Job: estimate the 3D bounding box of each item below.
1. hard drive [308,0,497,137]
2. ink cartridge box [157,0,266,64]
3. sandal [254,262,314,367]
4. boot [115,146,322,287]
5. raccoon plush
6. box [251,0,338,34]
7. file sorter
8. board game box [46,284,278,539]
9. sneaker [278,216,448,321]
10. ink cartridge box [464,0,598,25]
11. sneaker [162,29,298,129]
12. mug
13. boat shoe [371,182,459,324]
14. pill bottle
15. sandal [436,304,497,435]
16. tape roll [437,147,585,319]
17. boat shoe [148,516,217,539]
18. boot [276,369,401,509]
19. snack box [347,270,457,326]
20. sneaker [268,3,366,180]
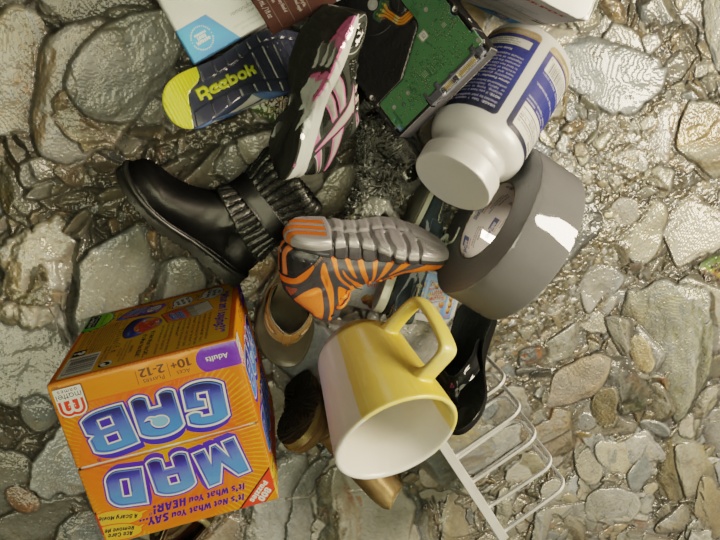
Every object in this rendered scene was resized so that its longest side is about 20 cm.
[{"bbox_3d":[0.038,-0.267,0.766,0.140,0.038,0.201,-42,77,29],"label":"hard drive"},{"bbox_3d":[-0.184,-0.344,0.761,0.115,0.067,0.201,-29,109,0],"label":"ink cartridge box"},{"bbox_3d":[-0.087,0.051,0.880,0.079,0.054,0.202,12,125,-11],"label":"sandal"},{"bbox_3d":[-0.163,-0.096,0.829,0.158,0.080,0.211,-42,119,12],"label":"boot"},{"bbox_3d":[-0.001,-0.139,0.862,0.133,0.097,0.201,-34,78,17],"label":"raccoon plush"},{"bbox_3d":[-0.026,-0.324,0.687,0.198,0.100,0.076,-27,81,6],"label":"box"},{"bbox_3d":[0.170,0.229,0.950,0.124,0.139,0.201,-33,108,-2],"label":"file sorter"},{"bbox_3d":[-0.218,0.157,0.833,0.197,0.200,0.202,-14,108,-4],"label":"board game box"},{"bbox_3d":[0.000,0.000,0.821,0.197,0.078,0.113,5,122,-10],"label":"sneaker"},{"bbox_3d":[0.160,-0.331,0.749,0.145,0.200,0.087,20,103,-14],"label":"ink cartridge box"},{"bbox_3d":[-0.141,-0.220,0.806,0.198,0.082,0.075,-26,101,-21],"label":"sneaker"},{"bbox_3d":[0.034,0.132,0.833,0.185,0.154,0.150,-30,137,4],"label":"mug"},{"bbox_3d":[0.078,-0.031,0.877,0.061,0.075,0.202,23,83,-9],"label":"boat shoe"},{"bbox_3d":[0.151,-0.175,0.800,0.116,0.115,0.201,40,69,-17],"label":"pill bottle"},{"bbox_3d":[0.125,0.111,0.883,0.075,0.202,0.048,-9,136,30],"label":"sandal"},{"bbox_3d":[0.175,-0.045,0.835,0.066,0.200,0.202,29,100,-15],"label":"tape roll"},{"bbox_3d":[-0.211,0.314,0.942,0.074,0.075,0.203,32,101,-27],"label":"boat shoe"},{"bbox_3d":[-0.017,0.236,0.905,0.066,0.175,0.201,-36,105,10],"label":"boot"},{"bbox_3d":[0.036,0.020,0.925,0.198,0.024,0.073,12,103,-12],"label":"snack box"},{"bbox_3d":[-0.034,-0.194,0.771,0.086,0.081,0.201,-5,135,-40],"label":"sneaker"}]
